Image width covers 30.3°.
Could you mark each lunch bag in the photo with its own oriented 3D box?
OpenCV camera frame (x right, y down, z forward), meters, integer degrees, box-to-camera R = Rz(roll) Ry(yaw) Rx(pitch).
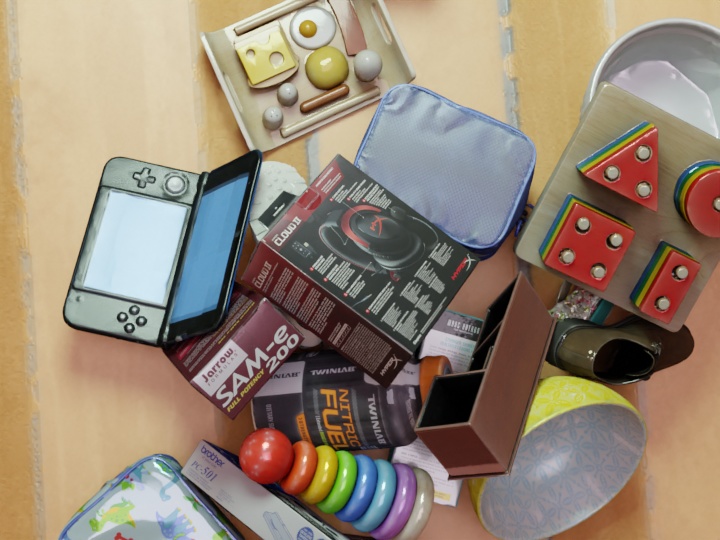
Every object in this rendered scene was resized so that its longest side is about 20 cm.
[{"bbox_3d":[-0.206,0.302,1.376,0.161,0.082,0.200,-43,90,-7],"label":"lunch bag"},{"bbox_3d":[0.094,-0.097,1.405,0.199,0.132,0.137,26,86,3],"label":"lunch bag"}]

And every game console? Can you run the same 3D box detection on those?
[{"bbox_3d":[-0.203,-0.034,1.359,0.170,0.118,0.201,12,67,-3],"label":"game console"}]

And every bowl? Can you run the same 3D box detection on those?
[{"bbox_3d":[0.188,0.177,1.394,0.199,0.201,0.108,-28,45,-6],"label":"bowl"}]

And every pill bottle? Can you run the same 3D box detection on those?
[{"bbox_3d":[-0.004,0.131,1.363,0.199,0.106,0.107,-7,86,16],"label":"pill bottle"}]

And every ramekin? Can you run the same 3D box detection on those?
[{"bbox_3d":[0.331,-0.164,1.444,0.199,0.105,0.202,0,86,-5],"label":"ramekin"}]

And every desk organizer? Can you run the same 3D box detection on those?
[{"bbox_3d":[0.125,0.101,1.313,0.077,0.071,0.201,52,44,-31],"label":"desk organizer"}]

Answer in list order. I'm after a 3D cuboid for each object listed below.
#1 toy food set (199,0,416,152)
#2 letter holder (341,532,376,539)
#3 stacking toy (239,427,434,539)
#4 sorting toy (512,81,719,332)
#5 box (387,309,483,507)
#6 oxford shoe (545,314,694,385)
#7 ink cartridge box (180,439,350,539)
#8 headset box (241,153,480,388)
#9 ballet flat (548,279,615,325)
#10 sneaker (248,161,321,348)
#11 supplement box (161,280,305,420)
[{"bbox_3d":[-0.057,-0.231,1.439,0.199,0.060,0.144,-25,88,-7],"label":"toy food set"},{"bbox_3d":[-0.014,0.380,1.378,0.141,0.101,0.201,9,85,-2],"label":"letter holder"},{"bbox_3d":[-0.028,0.206,1.324,0.199,0.085,0.086,25,84,-19],"label":"stacking toy"},{"bbox_3d":[0.290,-0.056,1.350,0.199,0.070,0.200,25,103,-9],"label":"sorting toy"},{"bbox_3d":[0.087,0.145,1.428,0.082,0.049,0.201,16,85,-3],"label":"box"},{"bbox_3d":[0.291,0.091,1.405,0.199,0.084,0.073,-5,111,-35],"label":"oxford shoe"},{"bbox_3d":[-0.083,0.247,1.337,0.199,0.094,0.044,31,85,32],"label":"ink cartridge box"},{"bbox_3d":[-0.007,-0.008,1.293,0.200,0.075,0.149,36,51,2],"label":"headset box"},{"bbox_3d":[0.265,0.000,1.448,0.064,0.076,0.200,34,77,30],"label":"ballet flat"},{"bbox_3d":[-0.079,-0.017,1.381,0.076,0.081,0.201,-9,70,-18],"label":"sneaker"},{"bbox_3d":[-0.132,0.073,1.337,0.061,0.200,0.109,43,84,-15],"label":"supplement box"}]
